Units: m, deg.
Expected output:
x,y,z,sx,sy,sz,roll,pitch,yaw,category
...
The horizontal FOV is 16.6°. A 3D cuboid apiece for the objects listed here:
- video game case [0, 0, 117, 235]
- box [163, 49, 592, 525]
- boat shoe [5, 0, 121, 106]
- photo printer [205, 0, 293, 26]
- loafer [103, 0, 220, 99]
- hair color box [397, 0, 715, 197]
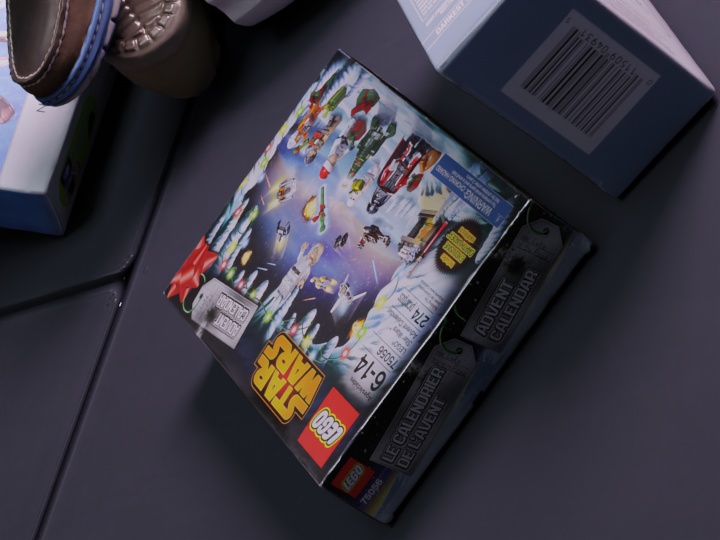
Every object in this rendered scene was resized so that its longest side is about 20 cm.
x,y,z,sx,sy,sz,roll,pitch,yaw,category
-0.233,-0.118,1.338,0.199,0.045,0.182,8,59,11,video game case
0.000,0.000,1.016,0.137,0.040,0.200,-55,31,5,box
-0.162,-0.181,1.210,0.072,0.072,0.201,-15,70,48,boat shoe
-0.033,-0.223,1.243,0.166,0.069,0.200,-44,32,20,photo printer
-0.123,-0.156,1.288,0.076,0.068,0.200,-26,45,6,loafer
0.058,-0.121,0.989,0.061,0.099,0.200,-47,31,16,hair color box
